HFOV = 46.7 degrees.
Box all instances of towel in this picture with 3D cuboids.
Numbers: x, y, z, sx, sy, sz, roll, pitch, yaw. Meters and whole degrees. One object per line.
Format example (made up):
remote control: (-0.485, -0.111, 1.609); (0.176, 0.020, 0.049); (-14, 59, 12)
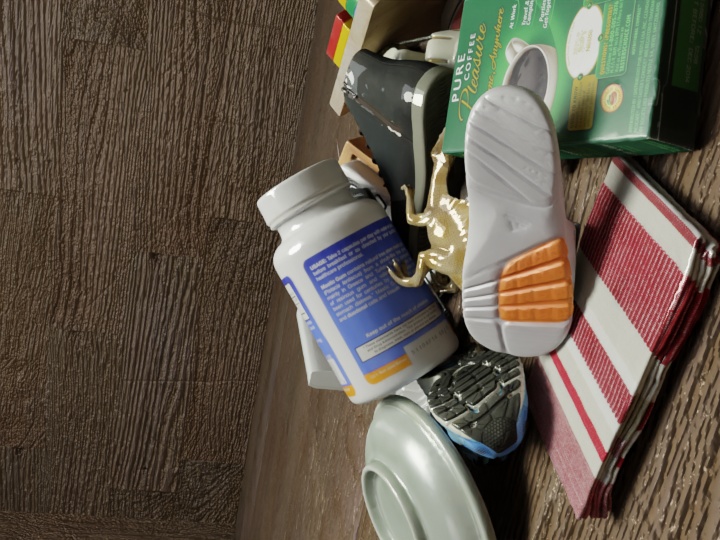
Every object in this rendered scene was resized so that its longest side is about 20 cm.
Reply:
towel: (0.160, 0.040, 0.541); (0.144, 0.023, 0.200); (-100, 22, -62)

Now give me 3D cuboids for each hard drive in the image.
hard drive: (-0.009, 0.097, 1.070); (0.200, 0.132, 0.026); (-112, 30, -68)

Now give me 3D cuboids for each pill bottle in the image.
pill bottle: (-0.007, 0.007, 0.739); (0.200, 0.112, 0.112); (61, 166, 0)

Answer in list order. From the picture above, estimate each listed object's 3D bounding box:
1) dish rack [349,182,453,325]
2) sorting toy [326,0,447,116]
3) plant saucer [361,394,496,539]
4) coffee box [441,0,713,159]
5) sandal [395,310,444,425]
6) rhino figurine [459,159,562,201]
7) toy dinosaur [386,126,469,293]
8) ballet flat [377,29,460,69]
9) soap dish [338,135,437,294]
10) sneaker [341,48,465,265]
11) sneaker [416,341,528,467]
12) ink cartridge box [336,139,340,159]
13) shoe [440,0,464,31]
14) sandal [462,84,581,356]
dish rack: (0.000, 0.000, 0.860); (0.153, 0.200, 0.055); (-4, 37, 49)
sorting toy: (0.047, -0.276, 0.834); (0.070, 0.200, 0.199); (50, 160, 8)
plant saucer: (0.046, 0.210, 0.726); (0.200, 0.050, 0.200); (50, 150, 43)
coffee box: (0.135, -0.137, 0.557); (0.200, 0.044, 0.123); (6, 89, 59)
sandal: (0.072, 0.133, 0.874); (0.082, 0.050, 0.203); (-33, 37, 57)
rhino figurine: (0.131, -0.106, 0.672); (0.088, 0.060, 0.200); (-84, 11, -47)
toy dinosaur: (0.073, -0.010, 0.663); (0.101, 0.058, 0.200); (-29, 80, 56)
ballet flat: (0.072, -0.182, 0.743); (0.200, 0.072, 0.072); (7, 90, 54)
soap dish: (0.035, -0.044, 0.897); (0.081, 0.157, 0.200); (-49, -8, -31)
sneaker: (0.041, -0.100, 0.757); (0.106, 0.075, 0.200); (32, 135, 39)
sneaker: (0.103, 0.114, 0.667); (0.090, 0.078, 0.200); (60, -179, -3)
ink cartridge box: (0.002, -0.083, 1.231); (0.200, 0.057, 0.163); (-91, -7, -53)
shoe: (0.114, -0.187, 0.805); (0.091, 0.071, 0.200); (53, 132, 51)
sandal: (0.114, -0.032, 0.567); (0.059, 0.079, 0.207); (-49, -38, -48)
